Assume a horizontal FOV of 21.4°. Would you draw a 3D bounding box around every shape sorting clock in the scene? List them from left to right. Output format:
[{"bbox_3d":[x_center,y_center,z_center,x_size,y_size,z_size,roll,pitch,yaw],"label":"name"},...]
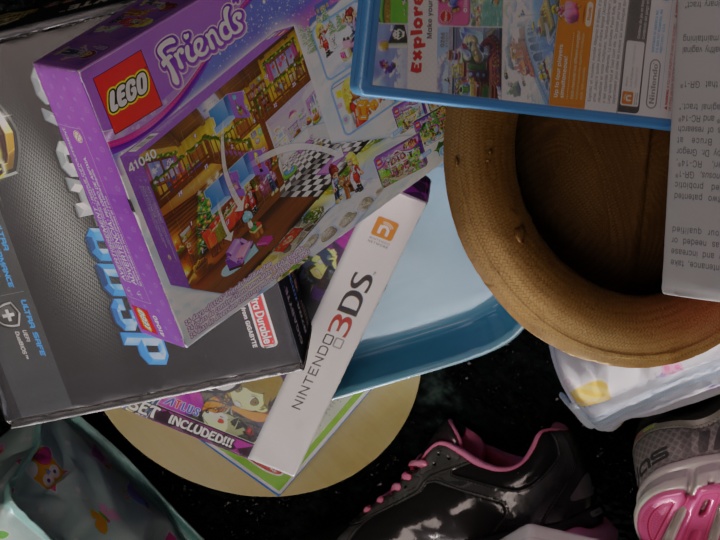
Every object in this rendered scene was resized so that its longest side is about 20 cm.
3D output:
[{"bbox_3d":[-0.063,0.041,1.081,0.199,0.039,0.201,2,113,4],"label":"shape sorting clock"}]

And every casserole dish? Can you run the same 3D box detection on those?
[{"bbox_3d":[0.000,0.000,1.015,0.199,0.039,0.122,-17,110,13],"label":"casserole dish"}]

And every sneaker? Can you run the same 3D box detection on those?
[{"bbox_3d":[0.045,0.134,1.090,0.199,0.079,0.096,-13,93,21],"label":"sneaker"},{"bbox_3d":[0.232,0.088,0.997,0.199,0.088,0.074,-12,132,-2],"label":"sneaker"}]

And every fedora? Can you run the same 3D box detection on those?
[{"bbox_3d":[0.117,-0.046,0.922,0.200,0.201,0.082,39,158,-6],"label":"fedora"}]

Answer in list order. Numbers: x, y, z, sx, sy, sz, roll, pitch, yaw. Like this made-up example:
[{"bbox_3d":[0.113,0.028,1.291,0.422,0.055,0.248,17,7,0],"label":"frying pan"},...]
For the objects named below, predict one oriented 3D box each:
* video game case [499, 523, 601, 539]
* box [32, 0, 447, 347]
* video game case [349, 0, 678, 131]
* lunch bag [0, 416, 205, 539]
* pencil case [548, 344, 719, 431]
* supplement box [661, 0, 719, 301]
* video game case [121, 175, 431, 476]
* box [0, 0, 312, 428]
[{"bbox_3d":[0.145,0.183,1.028,0.199,0.018,0.143,15,151,-19],"label":"video game case"},{"bbox_3d":[-0.039,-0.077,0.862,0.039,0.200,0.137,15,131,47],"label":"box"},{"bbox_3d":[0.098,-0.141,0.860,0.199,0.018,0.144,5,95,-18],"label":"video game case"},{"bbox_3d":[-0.180,0.206,1.163,0.170,0.122,0.200,-35,112,27],"label":"lunch bag"},{"bbox_3d":[0.194,0.020,0.961,0.199,0.091,0.083,-17,151,26],"label":"pencil case"},{"bbox_3d":[0.205,-0.084,0.831,0.103,0.101,0.201,7,96,54],"label":"supplement box"},{"bbox_3d":[-0.089,-0.005,0.975,0.199,0.036,0.182,23,116,-7],"label":"video game case"},{"bbox_3d":[-0.125,-0.032,0.918,0.158,0.046,0.201,-11,114,9],"label":"box"}]
